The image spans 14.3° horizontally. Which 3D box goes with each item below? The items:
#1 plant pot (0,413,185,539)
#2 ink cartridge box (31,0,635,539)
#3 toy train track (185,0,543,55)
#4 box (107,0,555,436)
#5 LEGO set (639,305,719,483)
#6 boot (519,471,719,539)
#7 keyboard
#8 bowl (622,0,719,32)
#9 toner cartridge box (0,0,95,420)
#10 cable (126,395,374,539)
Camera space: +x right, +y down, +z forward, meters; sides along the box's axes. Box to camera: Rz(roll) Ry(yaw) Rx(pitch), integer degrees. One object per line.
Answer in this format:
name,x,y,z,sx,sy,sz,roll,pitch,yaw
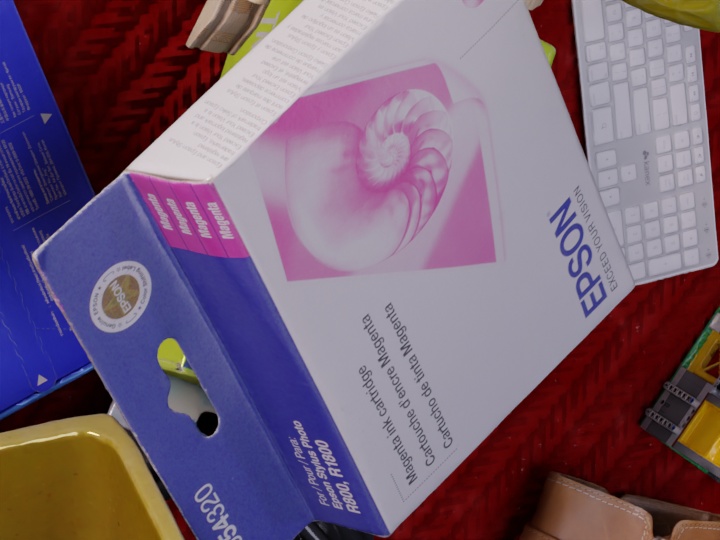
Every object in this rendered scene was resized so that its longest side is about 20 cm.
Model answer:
plant pot,-0.147,0.201,1.004,0.194,0.196,0.200,-11,129,-21
ink cartridge box,0.000,0.000,1.029,0.200,0.043,0.197,-46,136,-20
toy train track,0.008,-0.116,1.038,0.200,0.033,0.115,5,121,-46
box,-0.010,-0.017,1.107,0.122,0.048,0.201,24,81,-34
LEGO set,0.229,0.071,1.241,0.154,0.116,0.200,-48,121,-5
boot,0.064,0.161,1.221,0.200,0.074,0.155,10,98,-34
keyboard,0.116,-0.089,1.194,0.056,0.011,0.201,-16,113,-21
bowl,0.096,-0.194,1.072,0.107,0.200,0.201,7,106,9
toner cartridge box,-0.158,-0.043,1.053,0.095,0.043,0.200,-28,117,-15
cable,-0.089,0.139,1.150,0.200,0.051,0.163,-41,125,-15
